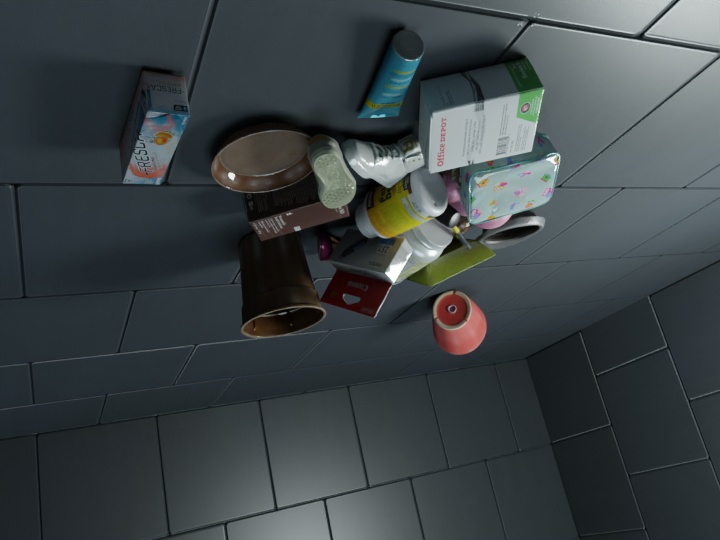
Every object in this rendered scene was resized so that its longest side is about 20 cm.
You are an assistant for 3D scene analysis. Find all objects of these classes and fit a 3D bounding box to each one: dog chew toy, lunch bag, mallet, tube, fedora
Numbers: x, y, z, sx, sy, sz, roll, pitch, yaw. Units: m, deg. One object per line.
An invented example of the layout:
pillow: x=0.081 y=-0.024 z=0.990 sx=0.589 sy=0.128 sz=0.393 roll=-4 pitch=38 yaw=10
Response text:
dog chew toy: x=0.242 y=-0.167 z=1.419 sx=0.195 sy=0.128 sz=0.124 roll=16 pitch=147 yaw=-32
lunch bag: x=0.286 y=-0.177 z=1.300 sx=0.193 sy=0.079 sz=0.162 roll=-14 pitch=143 yaw=-3
mallet: x=0.202 y=-0.097 z=1.451 sx=0.041 sy=0.065 sz=0.200 roll=-50 pitch=154 yaw=-1
tube: x=0.049 y=-0.298 z=1.048 sx=0.075 sy=0.052 sz=0.200 roll=-1 pitch=163 yaw=-12
fedora: x=0.365 y=-0.126 z=1.648 sx=0.171 sy=0.093 sz=0.200 roll=-6 pitch=166 yaw=-18

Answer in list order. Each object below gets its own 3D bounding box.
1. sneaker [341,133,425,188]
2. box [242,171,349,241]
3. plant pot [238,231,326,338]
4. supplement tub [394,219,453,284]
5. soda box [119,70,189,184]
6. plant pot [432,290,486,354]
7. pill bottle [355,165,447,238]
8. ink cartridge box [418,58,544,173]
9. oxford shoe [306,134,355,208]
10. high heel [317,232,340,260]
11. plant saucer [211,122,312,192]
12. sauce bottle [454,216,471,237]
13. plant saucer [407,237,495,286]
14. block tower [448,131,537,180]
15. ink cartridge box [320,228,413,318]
sneaker: x=0.052 y=-0.222 z=1.220 sx=0.114 sy=0.076 sz=0.198 roll=-28 pitch=164 yaw=24
box: x=-0.126 y=-0.133 z=1.318 sx=0.194 sy=0.077 sz=0.100 roll=-17 pitch=160 yaw=2
plant pot: x=-0.193 y=0.024 z=1.499 sx=0.194 sy=0.204 sz=0.201 roll=-13 pitch=161 yaw=-4
supplement tub: x=0.108 y=-0.070 z=1.538 sx=0.142 sy=0.149 sz=0.199 roll=3 pitch=155 yaw=-39
soda box: x=-0.313 y=-0.207 z=0.987 sx=0.062 sy=0.071 sz=0.200 roll=-2 pitch=158 yaw=-30
plant pot: x=0.335 y=0.170 z=2.309 sx=0.195 sy=0.206 sz=0.178 roll=-17 pitch=150 yaw=11
pill bottle: x=0.080 y=-0.137 z=1.378 sx=0.107 sy=0.113 sz=0.197 roll=6 pitch=159 yaw=-43
ink cartridge box: x=0.201 y=-0.264 z=1.135 sx=0.193 sy=0.086 sz=0.148 roll=-12 pitch=146 yaw=-5
oxford shoe: x=-0.052 y=-0.175 z=1.176 sx=0.073 sy=0.059 sz=0.201 roll=-21 pitch=155 yaw=1
high heel: x=-0.052 y=-0.056 z=1.580 sx=0.093 sy=0.070 sz=0.200 roll=-5 pitch=176 yaw=3
plant saucer: x=-0.168 y=-0.202 z=1.161 sx=0.194 sy=0.036 sz=0.201 roll=-13 pitch=161 yaw=-4
sauce bottle: x=0.225 y=-0.114 z=1.626 sx=0.196 sy=0.067 sz=0.064 roll=-23 pitch=159 yaw=25
plant saucer: x=0.203 y=-0.034 z=1.642 sx=0.195 sy=0.049 sz=0.199 roll=-24 pitch=-165 yaw=-17
block tower: x=0.263 y=-0.237 z=1.335 sx=0.193 sy=0.060 sz=0.054 roll=-12 pitch=160 yaw=-3
ink cartridge box: x=0.000 y=0.000 z=1.458 sx=0.197 sy=0.179 sz=0.045 roll=11 pitch=154 yaw=48
